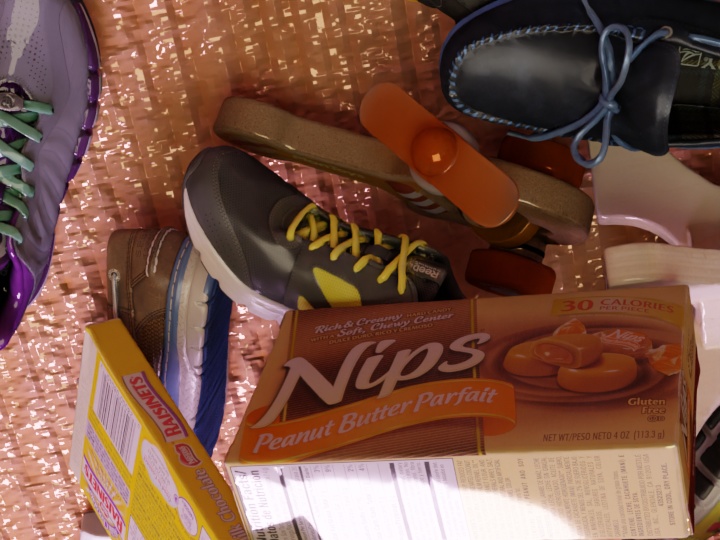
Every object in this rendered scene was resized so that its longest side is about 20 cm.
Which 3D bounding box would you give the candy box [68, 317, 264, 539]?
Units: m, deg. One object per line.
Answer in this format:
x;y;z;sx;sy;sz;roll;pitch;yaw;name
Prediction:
-0.090;0.126;0.817;0.026;0.200;0.103;-15;137;-29;candy box

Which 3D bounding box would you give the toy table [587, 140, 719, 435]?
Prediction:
0.182;0.006;0.851;0.116;0.202;0.184;-6;157;7;toy table

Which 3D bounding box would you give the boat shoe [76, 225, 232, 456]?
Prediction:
-0.113;0.057;0.916;0.072;0.072;0.202;17;124;8;boat shoe

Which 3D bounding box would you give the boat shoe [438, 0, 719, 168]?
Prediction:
0.136;-0.093;0.774;0.197;0.069;0.085;-4;127;1;boat shoe

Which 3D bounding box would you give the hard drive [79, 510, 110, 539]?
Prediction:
-0.117;0.242;1.038;0.130;0.026;0.202;7;118;-8;hard drive

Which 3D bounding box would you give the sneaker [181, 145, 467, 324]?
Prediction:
0.000;0.000;0.842;0.200;0.075;0.084;41;135;-14;sneaker

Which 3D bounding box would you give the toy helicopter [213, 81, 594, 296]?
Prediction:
0.020;-0.050;0.835;0.198;0.132;0.080;16;84;7;toy helicopter

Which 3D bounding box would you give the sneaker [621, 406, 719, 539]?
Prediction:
0.232;0.108;0.957;0.090;0.078;0.200;34;112;-23;sneaker

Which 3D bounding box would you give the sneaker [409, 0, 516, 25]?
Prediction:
0.051;-0.166;0.794;0.089;0.070;0.201;-20;121;4;sneaker

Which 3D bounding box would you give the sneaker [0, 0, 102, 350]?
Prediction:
-0.172;-0.048;0.836;0.073;0.088;0.202;7;119;-8;sneaker

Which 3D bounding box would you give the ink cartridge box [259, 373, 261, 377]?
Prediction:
-0.001;0.159;0.899;0.082;0.201;0.148;-11;120;3;ink cartridge box

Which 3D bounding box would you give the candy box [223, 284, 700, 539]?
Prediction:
0.050;0.065;0.753;0.198;0.116;0.056;-5;122;17;candy box
